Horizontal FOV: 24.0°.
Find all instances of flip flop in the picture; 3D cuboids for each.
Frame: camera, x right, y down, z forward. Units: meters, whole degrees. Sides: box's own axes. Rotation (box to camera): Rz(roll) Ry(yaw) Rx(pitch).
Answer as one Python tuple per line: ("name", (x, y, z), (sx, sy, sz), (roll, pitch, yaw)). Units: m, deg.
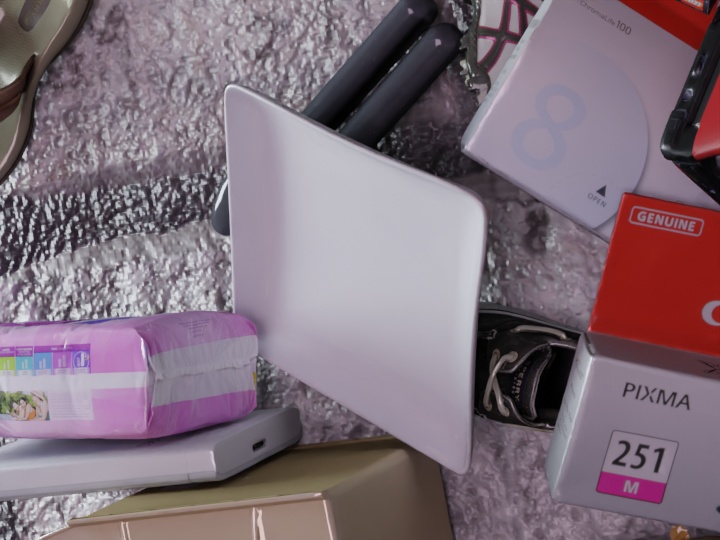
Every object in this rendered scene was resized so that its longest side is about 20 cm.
("flip flop", (-0.249, -0.136, 1.153), (0.081, 0.058, 0.201), (39, 108, 13))

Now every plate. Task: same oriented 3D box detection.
("plate", (0.000, 0.000, 1.021), (0.199, 0.032, 0.201), (27, 134, 32))

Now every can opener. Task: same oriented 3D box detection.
("can opener", (-0.020, -0.089, 1.063), (0.053, 0.067, 0.200), (49, 118, 11))

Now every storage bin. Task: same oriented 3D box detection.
("storage bin", (-0.063, 0.171, 1.042), (0.197, 0.200, 0.095), (-10, 92, 22))

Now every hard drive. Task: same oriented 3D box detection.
("hard drive", (-0.154, 0.121, 1.108), (0.198, 0.132, 0.027), (-7, 94, 22))

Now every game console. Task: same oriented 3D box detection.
("game console", (0.246, -0.128, 0.856), (0.118, 0.172, 0.201), (15, 77, 47))

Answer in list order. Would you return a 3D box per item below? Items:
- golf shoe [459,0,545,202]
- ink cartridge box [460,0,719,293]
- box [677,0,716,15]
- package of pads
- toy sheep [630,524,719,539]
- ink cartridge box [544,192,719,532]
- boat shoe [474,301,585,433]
("golf shoe", (0.101, -0.142, 1.008), (0.087, 0.077, 0.202), (-16, 91, 17))
("ink cartridge box", (0.173, -0.113, 0.956), (0.159, 0.047, 0.201), (30, 98, -5))
("box", (0.179, -0.257, 0.935), (0.136, 0.038, 0.201), (29, 79, 15))
("package of pads", (-0.175, 0.068, 1.097), (0.199, 0.120, 0.076), (-4, 88, 33))
("toy sheep", (0.163, 0.237, 0.998), (0.138, 0.138, 0.200), (44, 98, 11))
("ink cartridge box", (0.221, 0.062, 0.951), (0.198, 0.044, 0.175), (11, 111, -5))
("boat shoe", (0.104, 0.062, 1.036), (0.198, 0.064, 0.071), (5, 98, 21))
